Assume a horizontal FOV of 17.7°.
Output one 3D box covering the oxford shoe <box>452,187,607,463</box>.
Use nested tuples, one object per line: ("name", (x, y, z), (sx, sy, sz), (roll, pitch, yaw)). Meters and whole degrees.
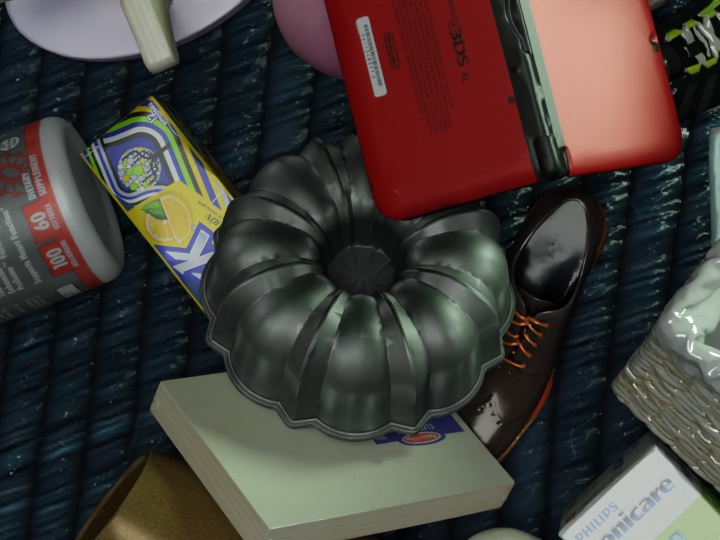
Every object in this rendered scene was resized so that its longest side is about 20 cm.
("oxford shoe", (0.100, 0.037, 1.496), (0.071, 0.073, 0.200), (21, 91, 6))

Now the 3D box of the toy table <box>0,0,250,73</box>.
("toy table", (-0.150, -0.213, 1.504), (0.200, 0.117, 0.184), (-34, 86, 5))

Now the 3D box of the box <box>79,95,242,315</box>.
("box", (-0.094, -0.017, 1.518), (0.064, 0.070, 0.200), (-39, 86, 4))

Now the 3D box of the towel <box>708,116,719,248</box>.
("towel", (0.311, -0.009, 1.489), (0.171, 0.048, 0.200), (0, 89, 7))

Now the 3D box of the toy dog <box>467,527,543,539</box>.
("toy dog", (0.074, 0.282, 1.464), (0.200, 0.140, 0.194), (-30, 92, 9))

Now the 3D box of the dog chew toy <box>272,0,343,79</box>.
("dog chew toy", (0.038, -0.146, 1.486), (0.125, 0.125, 0.200), (-43, 93, 4))

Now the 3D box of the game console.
("game console", (0.083, -0.143, 1.419), (0.172, 0.119, 0.200), (-16, 84, 20))

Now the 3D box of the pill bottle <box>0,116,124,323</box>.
("pill bottle", (-0.266, -0.015, 1.513), (0.200, 0.116, 0.116), (-21, 87, 5))

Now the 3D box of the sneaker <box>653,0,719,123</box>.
("sneaker", (0.208, -0.129, 1.482), (0.200, 0.083, 0.072), (-35, 86, 4))

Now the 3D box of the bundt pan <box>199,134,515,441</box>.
("bundt pan", (0.000, 0.000, 1.425), (0.202, 0.076, 0.202), (1, 63, -3))

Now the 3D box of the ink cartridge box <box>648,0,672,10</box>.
("ink cartridge box", (0.189, -0.288, 1.457), (0.200, 0.050, 0.162), (56, 138, 2))

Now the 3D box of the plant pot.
("plant pot", (-0.077, 0.205, 1.418), (0.200, 0.186, 0.186), (38, 93, -10))

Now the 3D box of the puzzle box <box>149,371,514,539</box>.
("puzzle box", (-0.016, 0.110, 1.436), (0.133, 0.200, 0.025), (50, 129, 35))

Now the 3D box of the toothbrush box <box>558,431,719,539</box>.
("toothbrush box", (0.222, 0.203, 1.446), (0.086, 0.146, 0.200), (-43, 86, 4))

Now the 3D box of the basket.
("basket", (0.282, 0.048, 1.361), (0.200, 0.161, 0.198), (42, 70, 4))
